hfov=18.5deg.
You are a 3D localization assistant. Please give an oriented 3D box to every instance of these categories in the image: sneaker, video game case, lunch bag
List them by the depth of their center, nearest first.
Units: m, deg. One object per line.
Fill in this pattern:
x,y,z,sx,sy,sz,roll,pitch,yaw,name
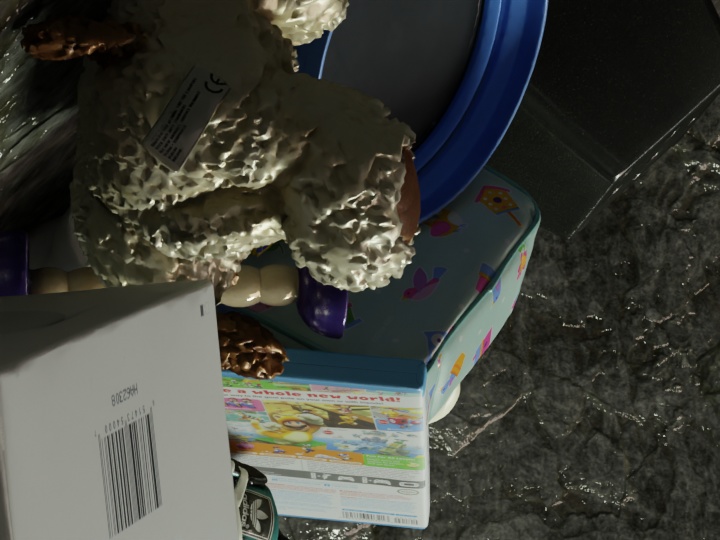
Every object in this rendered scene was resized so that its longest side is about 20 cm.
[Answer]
-0.083,0.115,1.128,0.200,0.079,0.072,66,30,-66,sneaker
-0.035,0.088,1.159,0.200,0.142,0.018,85,11,-64,video game case
0.000,0.000,1.250,0.200,0.160,0.077,-51,160,-43,lunch bag

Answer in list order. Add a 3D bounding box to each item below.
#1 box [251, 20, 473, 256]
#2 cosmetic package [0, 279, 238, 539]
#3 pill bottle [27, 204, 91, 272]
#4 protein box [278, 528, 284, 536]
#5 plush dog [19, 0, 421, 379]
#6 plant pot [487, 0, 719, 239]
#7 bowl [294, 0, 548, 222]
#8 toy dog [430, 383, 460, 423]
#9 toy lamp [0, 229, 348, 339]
-0.021,-0.094,1.236,0.200,0.070,0.065,-40,136,-33,box
-0.177,0.082,0.858,0.199,0.124,0.199,-2,-172,19,cosmetic package
-0.154,0.041,1.188,0.112,0.112,0.200,-37,170,-45,pill bottle
-0.165,0.207,1.317,0.198,0.135,0.200,-31,-174,18,protein box
-0.078,-0.047,0.969,0.160,0.201,0.172,-4,143,-22,plush dog
0.149,-0.144,1.586,0.200,0.178,0.200,-40,172,-21,plant pot
0.027,-0.121,1.183,0.200,0.039,0.201,-34,136,-40,bowl
-0.013,0.013,1.633,0.139,0.193,0.201,-20,126,-40,toy dog
-0.108,0.008,1.064,0.199,0.059,0.058,1,163,-9,toy lamp
